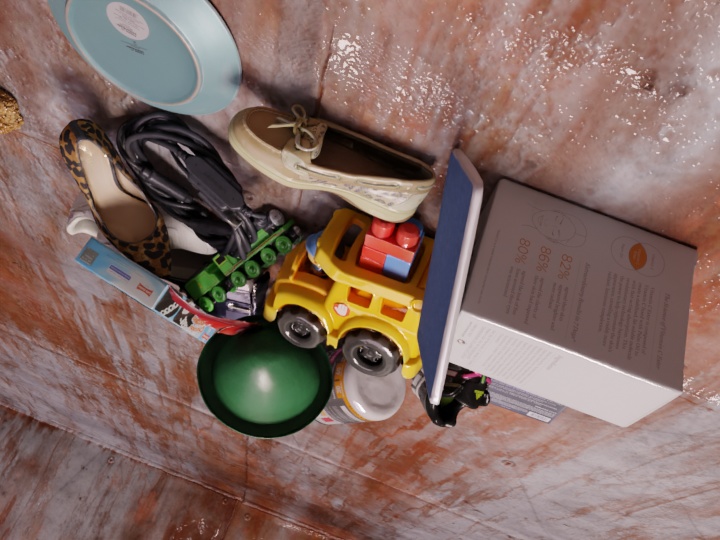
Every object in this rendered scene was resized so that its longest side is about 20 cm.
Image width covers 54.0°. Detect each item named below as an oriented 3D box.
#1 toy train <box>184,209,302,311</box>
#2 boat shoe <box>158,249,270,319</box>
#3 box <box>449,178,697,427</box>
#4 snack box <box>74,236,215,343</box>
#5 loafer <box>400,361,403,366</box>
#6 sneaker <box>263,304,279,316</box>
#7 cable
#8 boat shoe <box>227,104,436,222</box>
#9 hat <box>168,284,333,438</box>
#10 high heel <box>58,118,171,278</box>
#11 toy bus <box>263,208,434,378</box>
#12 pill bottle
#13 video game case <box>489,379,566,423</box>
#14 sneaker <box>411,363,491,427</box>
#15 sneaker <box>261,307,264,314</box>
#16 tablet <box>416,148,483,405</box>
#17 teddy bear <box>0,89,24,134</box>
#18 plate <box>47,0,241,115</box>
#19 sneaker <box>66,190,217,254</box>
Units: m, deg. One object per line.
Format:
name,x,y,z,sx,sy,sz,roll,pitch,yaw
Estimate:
toy train,-0.151,-0.012,0.890,0.199,0.042,0.057,-34,97,33
boat shoe,-0.227,0.029,0.994,0.198,0.075,0.094,14,114,13
box,0.192,0.032,0.666,0.198,0.153,0.107,21,151,2
snack box,-0.259,0.031,0.883,0.116,0.037,0.200,29,168,14
loafer,0.083,0.111,0.961,0.075,0.068,0.201,7,148,25
sneaker,-0.036,0.076,0.982,0.199,0.076,0.115,2,153,37
cable,-0.194,-0.097,0.808,0.200,0.051,0.163,40,156,-3
boat shoe,-0.025,-0.112,0.666,0.198,0.074,0.063,18,147,-17
hat,-0.098,0.083,0.803,0.166,0.199,0.177,46,140,15
high heel,-0.271,-0.072,0.795,0.201,0.071,0.142,61,168,-12
toy bus,0.000,0.000,0.784,0.198,0.136,0.193,19,138,10
pill bottle,-0.030,0.182,1.109,0.116,0.117,0.199,37,147,-26
video game case,0.231,0.156,0.989,0.142,0.019,0.201,19,150,5
sneaker,0.138,0.120,0.860,0.073,0.088,0.200,18,126,-31
sneaker,-0.141,0.120,1.103,0.070,0.099,0.201,-12,153,-22
tablet,0.077,0.002,0.631,0.014,0.130,0.202,7,112,-5
teddy bear,-0.507,-0.205,0.831,0.199,0.067,0.145,31,152,-15
plate,-0.207,-0.212,0.659,0.198,0.026,0.201,18,151,10
sneaker,-0.279,-0.048,0.908,0.198,0.100,0.075,18,149,3
